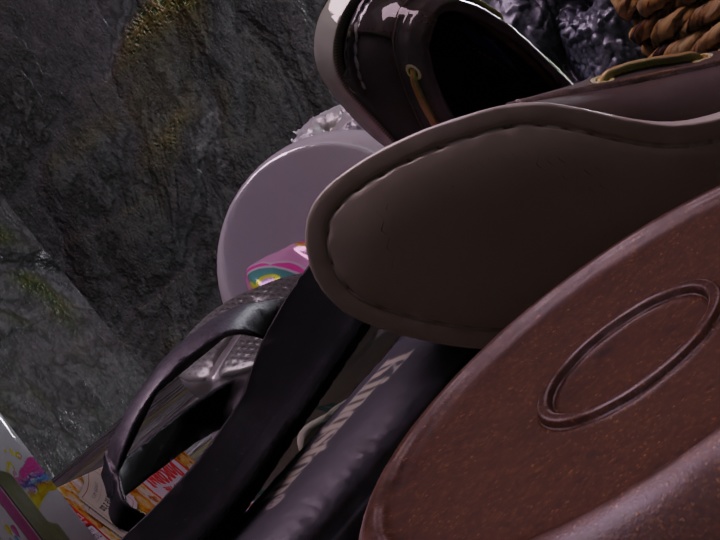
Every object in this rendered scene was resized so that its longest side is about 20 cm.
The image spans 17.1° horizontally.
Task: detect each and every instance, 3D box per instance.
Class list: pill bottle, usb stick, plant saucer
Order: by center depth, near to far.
[{"bbox_3d":[0.072,0.031,0.571,0.200,0.034,0.200,-36,14,10],"label":"plant saucer"},{"bbox_3d":[0.007,0.050,0.684,0.055,0.033,0.200,-13,27,47],"label":"usb stick"},{"bbox_3d":[0.000,0.000,1.078,0.120,0.120,0.200,-39,-8,3],"label":"pill bottle"}]

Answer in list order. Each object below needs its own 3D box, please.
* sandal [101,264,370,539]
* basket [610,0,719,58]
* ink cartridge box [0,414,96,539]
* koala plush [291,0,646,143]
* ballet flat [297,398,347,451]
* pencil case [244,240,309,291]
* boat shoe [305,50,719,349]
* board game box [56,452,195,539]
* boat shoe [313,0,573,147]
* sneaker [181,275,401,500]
[{"bbox_3d":[-0.038,0.037,0.718,0.200,0.043,0.076,-55,-5,-43],"label":"sandal"},{"bbox_3d":[0.164,-0.135,0.779,0.143,0.149,0.200,-10,-12,-30],"label":"basket"},{"bbox_3d":[-0.153,0.117,0.775,0.085,0.200,0.145,-33,6,28],"label":"ink cartridge box"},{"bbox_3d":[0.070,-0.087,1.229,0.200,0.184,0.177,-32,-28,19],"label":"koala plush"},{"bbox_3d":[-0.011,0.086,0.762,0.200,0.065,0.071,-41,10,-9],"label":"ballet flat"},{"bbox_3d":[0.052,-0.005,0.904,0.200,0.087,0.087,-27,4,2],"label":"pencil case"},{"bbox_3d":[0.082,-0.026,0.690,0.200,0.072,0.060,-12,17,-2],"label":"boat shoe"},{"bbox_3d":[-0.140,0.153,1.038,0.152,0.046,0.200,-50,-6,10],"label":"board game box"},{"bbox_3d":[0.065,-0.047,0.969,0.061,0.201,0.072,13,71,50],"label":"boat shoe"},{"bbox_3d":[0.042,0.026,0.833,0.200,0.080,0.070,-19,25,0],"label":"sneaker"}]
